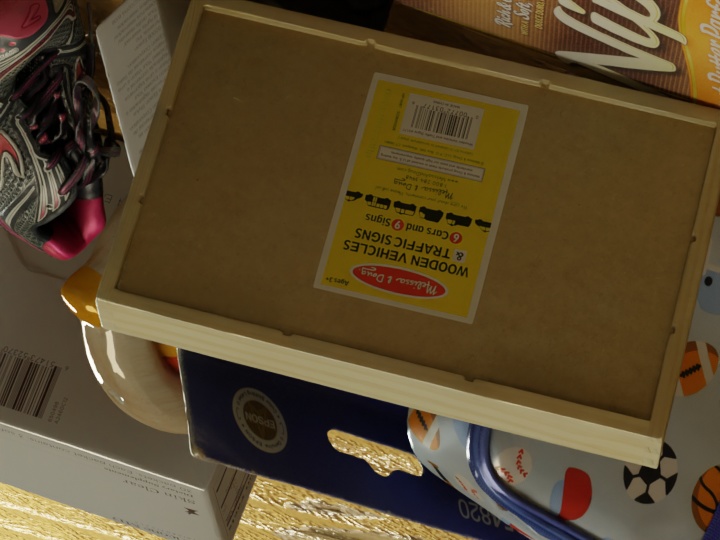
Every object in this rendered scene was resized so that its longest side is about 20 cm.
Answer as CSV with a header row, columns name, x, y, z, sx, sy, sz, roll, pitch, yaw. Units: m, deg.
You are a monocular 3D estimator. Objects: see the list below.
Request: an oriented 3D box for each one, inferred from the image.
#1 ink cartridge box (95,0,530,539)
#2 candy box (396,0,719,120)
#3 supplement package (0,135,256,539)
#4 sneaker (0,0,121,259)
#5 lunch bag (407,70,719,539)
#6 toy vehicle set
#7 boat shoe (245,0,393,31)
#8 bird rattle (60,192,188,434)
name,x,y,z,sx,sy,sz,roll,pitch,yaw
ink cartridge box,0.000,0.000,1.064,0.199,0.201,0.041,20,133,-41
candy box,0.119,-0.097,0.939,0.199,0.056,0.116,21,161,-2
supplement package,-0.135,0.026,1.363,0.199,0.157,0.111,17,160,10
sneaker,-0.138,-0.071,1.202,0.075,0.081,0.200,45,164,11
lunch bag,0.120,0.018,1.037,0.160,0.201,0.075,32,171,-24
toy vehicle set,0.020,-0.017,0.958,0.198,0.125,0.027,14,158,8
boat shoe,-0.055,-0.135,0.993,0.073,0.076,0.200,13,158,29
bird rattle,-0.058,-0.002,1.231,0.112,0.163,0.200,30,158,34
